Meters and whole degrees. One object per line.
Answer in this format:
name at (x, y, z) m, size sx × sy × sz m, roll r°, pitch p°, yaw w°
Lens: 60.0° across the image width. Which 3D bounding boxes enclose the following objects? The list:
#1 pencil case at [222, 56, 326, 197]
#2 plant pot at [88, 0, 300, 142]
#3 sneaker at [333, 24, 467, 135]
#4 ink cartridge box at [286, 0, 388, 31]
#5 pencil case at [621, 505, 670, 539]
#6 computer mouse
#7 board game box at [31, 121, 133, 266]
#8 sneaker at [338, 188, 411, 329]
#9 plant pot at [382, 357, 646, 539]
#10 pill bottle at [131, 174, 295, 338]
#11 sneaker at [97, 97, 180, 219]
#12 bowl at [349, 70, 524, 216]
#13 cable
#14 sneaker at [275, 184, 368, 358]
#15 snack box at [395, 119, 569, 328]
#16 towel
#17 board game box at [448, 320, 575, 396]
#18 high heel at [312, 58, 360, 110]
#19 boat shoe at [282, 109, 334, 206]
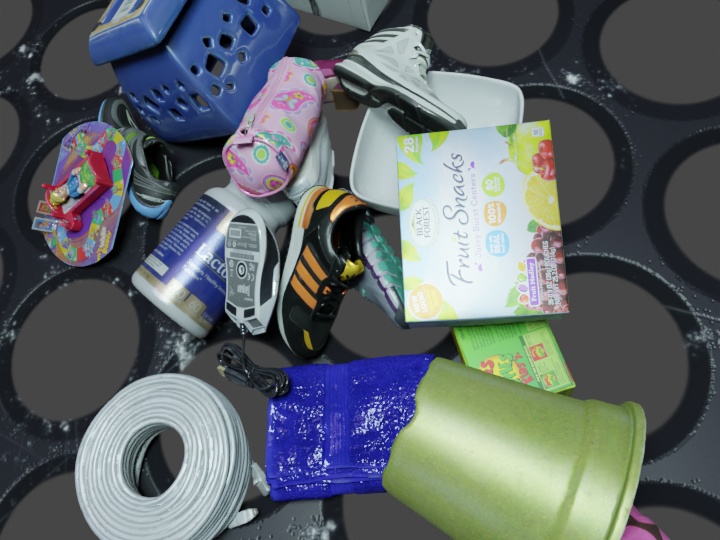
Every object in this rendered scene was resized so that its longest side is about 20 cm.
pencil case at (-0.098, -0.177, 0.746) m, size 0.086 × 0.088 × 0.202 m, roll 3°, pitch 45°, yaw 13°
plant pot at (-0.230, -0.310, 0.834) m, size 0.198 × 0.180 × 0.203 m, roll 6°, pitch 65°, yaw 42°
sneaker at (0.069, -0.236, 0.751) m, size 0.200 × 0.076 × 0.116 m, roll 38°, pitch 80°, yaw 27°
ink cartridge box at (-0.042, -0.470, 0.949) m, size 0.198 × 0.086 × 0.148 m, roll 26°, pitch 75°, yaw 20°
pencil case at (0.279, 0.313, 0.544) m, size 0.093 × 0.092 × 0.200 m, roll -21°, pitch 54°, yaw -40°
computer mouse at (-0.118, 0.033, 0.705) m, size 0.108 × 0.043 × 0.204 m, roll 10°, pitch 99°, yaw 42°
board game box at (-0.390, -0.108, 0.853) m, size 0.156 × 0.039 × 0.204 m, roll 16°, pitch 93°, yaw 29°
sneaker at (0.000, 0.000, 0.761) m, size 0.087 × 0.074 × 0.202 m, roll -39°, pitch 60°, yaw 20°
plant pot at (0.124, 0.176, 0.563) m, size 0.182 × 0.201 × 0.203 m, roll 22°, pitch 73°, yaw 14°
pill bottle at (-0.175, -0.028, 0.772) m, size 0.115 × 0.116 × 0.201 m, roll 33°, pitch 78°, yaw 23°
sneaker at (-0.304, -0.166, 0.876) m, size 0.082 × 0.070 × 0.201 m, roll -40°, pitch 68°, yaw 21°
bowl at (0.098, -0.147, 0.787) m, size 0.196 × 0.075 × 0.203 m, roll 11°, pitch 71°, yaw 16°
cable at (-0.222, 0.219, 0.702) m, size 0.198 × 0.069 × 0.202 m, roll -31°, pitch 64°, yaw -2°
sneaker at (-0.038, 0.009, 0.704) m, size 0.089 × 0.069 × 0.204 m, roll 16°, pitch 101°, yaw 44°
snack box at (0.125, -0.046, 0.666) m, size 0.165 × 0.068 × 0.204 m, roll -3°, pitch 78°, yaw 9°
towel at (-0.009, 0.169, 0.688) m, size 0.196 × 0.050 × 0.150 m, roll -7°, pitch 67°, yaw 9°
board game box at (0.151, 0.057, 0.702) m, size 0.100 × 0.048 × 0.203 m, roll -19°, pitch 64°, yaw 4°
high heel at (-0.068, -0.275, 0.897) m, size 0.197 × 0.068 × 0.097 m, roll 17°, pitch 51°, yaw 18°
boat shoe at (-0.062, -0.142, 0.811) m, size 0.071 × 0.069 × 0.201 m, roll -27°, pitch 35°, yaw 12°
